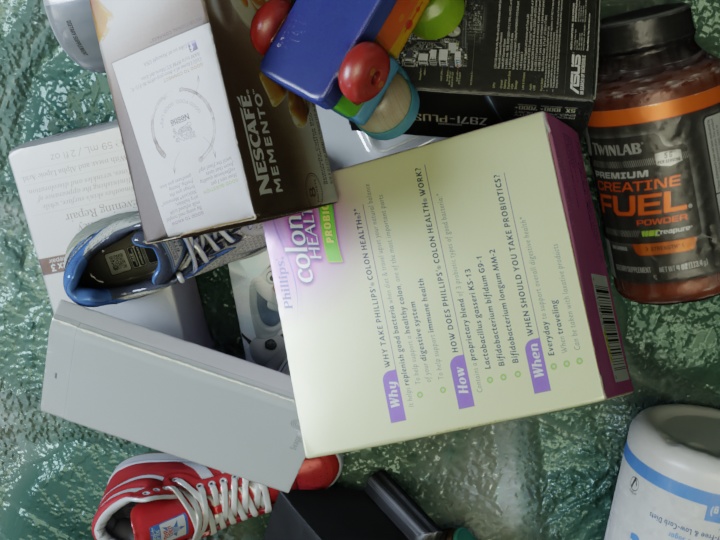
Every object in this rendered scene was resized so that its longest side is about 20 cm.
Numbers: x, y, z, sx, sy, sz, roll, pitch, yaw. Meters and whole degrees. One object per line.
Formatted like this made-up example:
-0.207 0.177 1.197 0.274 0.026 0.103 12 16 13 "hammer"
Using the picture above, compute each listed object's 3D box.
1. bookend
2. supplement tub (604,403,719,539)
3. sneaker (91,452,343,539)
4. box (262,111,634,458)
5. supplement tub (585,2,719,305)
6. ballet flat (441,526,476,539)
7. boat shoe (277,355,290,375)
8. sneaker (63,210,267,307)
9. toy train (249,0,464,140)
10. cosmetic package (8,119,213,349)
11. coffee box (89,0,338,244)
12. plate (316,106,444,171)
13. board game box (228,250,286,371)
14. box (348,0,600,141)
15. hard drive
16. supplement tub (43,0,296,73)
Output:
-0.066 0.262 0.987 0.198 0.092 0.201 8 109 -36 "bookend"
0.251 0.215 0.976 0.131 0.132 0.201 9 105 3 "supplement tub"
-0.114 0.181 1.010 0.199 0.113 0.072 -11 104 8 "sneaker"
0.054 0.014 0.826 0.199 0.097 0.177 -14 82 20 "box"
0.216 -0.084 0.913 0.106 0.107 0.201 -12 103 8 "supplement tub"
0.114 0.299 1.050 0.068 0.068 0.200 -39 88 23 "ballet flat"
0.003 0.067 0.937 0.202 0.086 0.075 -40 98 15 "boat shoe"
-0.121 -0.022 0.901 0.199 0.085 0.077 -27 102 8 "sneaker"
0.030 -0.176 0.746 0.084 0.116 0.201 30 90 28 "toy train"
-0.189 -0.011 0.988 0.101 0.074 0.201 -12 102 9 "cosmetic package"
-0.090 -0.125 0.761 0.079 0.114 0.201 -12 92 26 "coffee box"
0.025 -0.113 0.925 0.199 0.032 0.201 -24 83 7 "plate"
0.000 0.000 0.987 0.199 0.043 0.200 -8 104 8 "board game box"
0.079 -0.196 0.864 0.163 0.086 0.201 4 76 4 "box"
-0.131 0.095 0.936 0.199 0.026 0.132 19 142 -4 "hard drive"
-0.108 -0.207 0.886 0.199 0.123 0.123 -4 105 19 "supplement tub"
